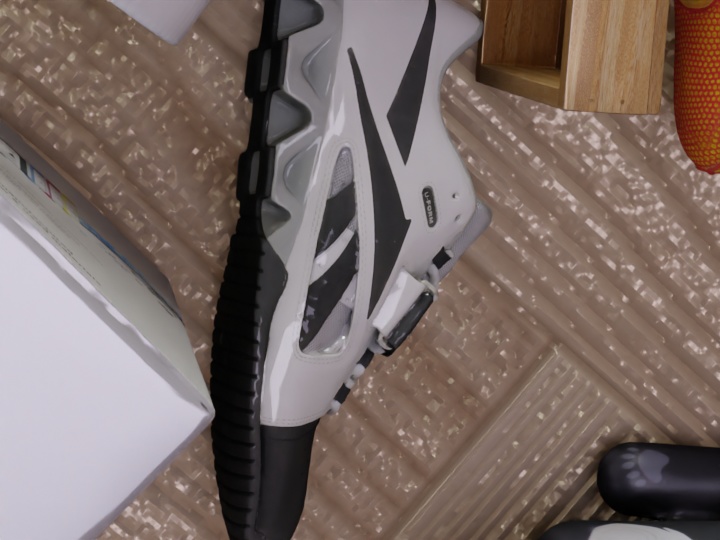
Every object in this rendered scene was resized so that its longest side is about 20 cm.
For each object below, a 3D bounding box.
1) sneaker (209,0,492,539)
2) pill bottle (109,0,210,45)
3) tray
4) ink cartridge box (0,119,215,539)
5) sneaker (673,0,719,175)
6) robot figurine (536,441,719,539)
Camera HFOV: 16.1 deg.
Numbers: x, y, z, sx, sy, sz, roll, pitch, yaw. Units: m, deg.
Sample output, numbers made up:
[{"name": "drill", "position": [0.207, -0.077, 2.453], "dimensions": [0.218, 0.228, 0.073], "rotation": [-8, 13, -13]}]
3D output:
[{"name": "sneaker", "position": [0.000, 0.000, 0.844], "dimensions": [0.088, 0.074, 0.201], "rotation": [8, 95, -16]}, {"name": "pill bottle", "position": [-0.034, -0.176, 0.789], "dimensions": [0.109, 0.110, 0.200], "rotation": [36, 92, -14]}, {"name": "tray", "position": [0.075, -0.155, 0.815], "dimensions": [0.037, 0.099, 0.201], "rotation": [2, 99, -14]}, {"name": "ink cartridge box", "position": [-0.150, 0.023, 0.757], "dimensions": [0.147, 0.200, 0.145], "rotation": [-46, 102, 0]}, {"name": "sneaker", "position": [0.120, -0.132, 0.843], "dimensions": [0.077, 0.073, 0.201], "rotation": [7, 88, -25]}, {"name": "robot figurine", "position": [0.120, 0.148, 0.871], "dimensions": [0.199, 0.125, 0.151], "rotation": [1, 106, -11]}]
